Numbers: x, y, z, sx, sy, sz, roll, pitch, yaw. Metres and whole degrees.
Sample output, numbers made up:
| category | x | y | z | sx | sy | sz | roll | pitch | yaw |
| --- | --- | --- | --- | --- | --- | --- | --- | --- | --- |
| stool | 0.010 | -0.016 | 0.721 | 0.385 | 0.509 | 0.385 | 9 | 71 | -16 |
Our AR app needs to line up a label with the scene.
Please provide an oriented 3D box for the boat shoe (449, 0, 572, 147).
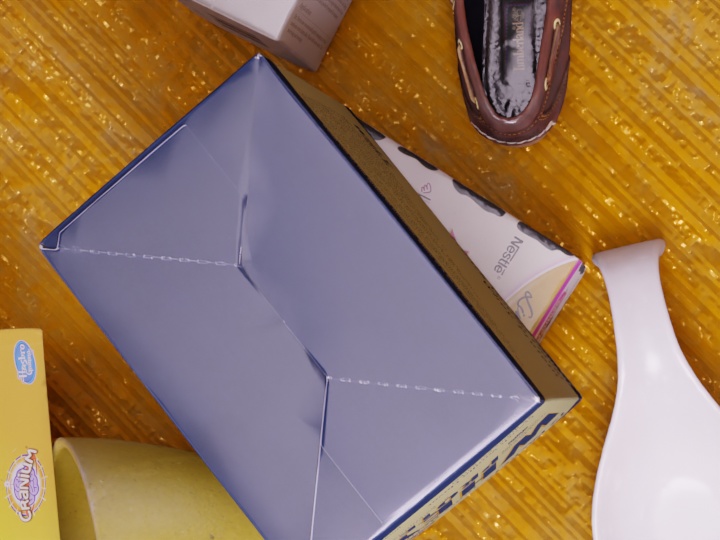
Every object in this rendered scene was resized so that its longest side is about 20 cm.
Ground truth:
| category | x | y | z | sx | sy | sz | roll | pitch | yaw |
| --- | --- | --- | --- | --- | --- | --- | --- | --- | --- |
| boat shoe | 0.080 | -0.166 | 1.202 | 0.070 | 0.070 | 0.201 | -6 | 84 | 11 |

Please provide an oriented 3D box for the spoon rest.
| category | x | y | z | sx | sy | sz | roll | pitch | yaw |
| --- | --- | --- | --- | --- | --- | --- | --- | --- | --- |
| spoon rest | 0.157 | 0.083 | 1.176 | 0.099 | 0.061 | 0.201 | -14 | 83 | 9 |

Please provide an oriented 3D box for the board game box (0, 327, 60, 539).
| category | x | y | z | sx | sy | sz | roll | pitch | yaw |
| --- | --- | --- | --- | --- | --- | --- | --- | --- | --- |
| board game box | -0.213 | 0.137 | 1.203 | 0.153 | 0.040 | 0.201 | -13 | 82 | 51 |

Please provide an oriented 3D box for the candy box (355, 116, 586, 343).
| category | x | y | z | sx | sy | sz | roll | pitch | yaw |
| --- | --- | --- | --- | --- | --- | --- | --- | --- | --- |
| candy box | 0.000 | 0.000 | 1.209 | 0.200 | 0.061 | 0.137 | 32 | 92 | 10 |

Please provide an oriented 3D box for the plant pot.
| category | x | y | z | sx | sy | sz | roll | pitch | yaw |
| --- | --- | --- | --- | --- | --- | --- | --- | --- | --- |
| plant pot | -0.075 | 0.178 | 1.160 | 0.142 | 0.200 | 0.201 | -5 | 85 | -16 |

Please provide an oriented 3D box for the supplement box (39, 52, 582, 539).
| category | x | y | z | sx | sy | sz | roll | pitch | yaw |
| --- | --- | --- | --- | --- | --- | --- | --- | --- | --- |
| supplement box | -0.015 | 0.026 | 1.077 | 0.134 | 0.200 | 0.200 | -40 | 81 | 7 |

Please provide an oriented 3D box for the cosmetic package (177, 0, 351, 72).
| category | x | y | z | sx | sy | sz | roll | pitch | yaw |
| --- | --- | --- | --- | --- | --- | --- | --- | --- | --- |
| cosmetic package | -0.021 | -0.216 | 1.204 | 0.085 | 0.108 | 0.200 | 26 | 90 | 11 |
